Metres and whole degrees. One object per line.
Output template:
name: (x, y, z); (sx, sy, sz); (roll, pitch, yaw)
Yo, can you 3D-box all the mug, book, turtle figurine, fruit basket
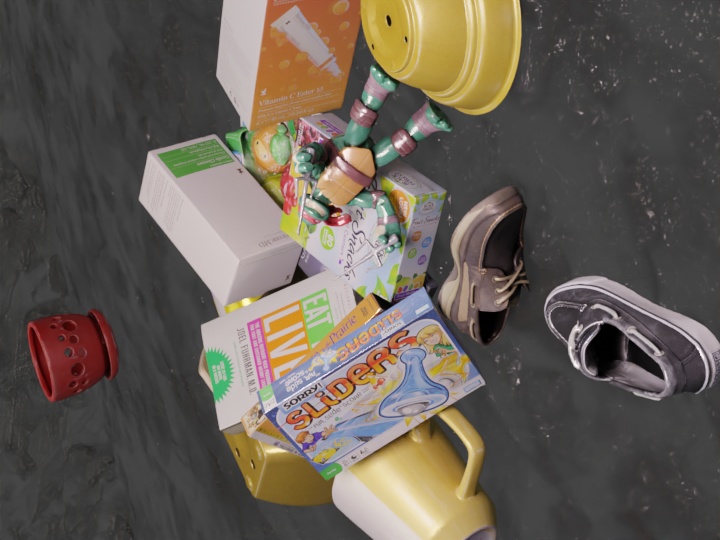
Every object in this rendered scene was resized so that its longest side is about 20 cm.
mug: (0.067, 0.247, 1.277); (0.153, 0.149, 0.187); (44, 162, 34)
book: (-0.080, 0.089, 1.335); (0.048, 0.198, 0.135); (33, -144, -59)
turtle figurine: (-0.009, -0.096, 1.145); (0.201, 0.149, 0.101); (-51, 37, 17)
fruit basket: (-0.093, -0.113, 1.456); (0.199, 0.093, 0.187); (27, 129, 54)

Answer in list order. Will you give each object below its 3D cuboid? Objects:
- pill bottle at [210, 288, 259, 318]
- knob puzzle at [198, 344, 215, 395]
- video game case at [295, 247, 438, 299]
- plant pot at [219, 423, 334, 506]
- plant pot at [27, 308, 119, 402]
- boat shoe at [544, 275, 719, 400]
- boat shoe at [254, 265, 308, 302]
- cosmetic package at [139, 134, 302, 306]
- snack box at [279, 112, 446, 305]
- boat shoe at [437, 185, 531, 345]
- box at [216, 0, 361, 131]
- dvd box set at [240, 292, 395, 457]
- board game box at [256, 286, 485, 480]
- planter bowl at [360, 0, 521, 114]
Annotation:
pill bottle: (-0.137, 0.094, 1.668); (0.104, 0.103, 0.202); (-28, 79, 66)
knob puzzle: (-0.169, 0.174, 1.690); (0.030, 0.219, 0.221); (-37, 64, 18)
video game case: (0.000, 0.000, 1.349); (0.200, 0.019, 0.144); (50, 137, 28)
plant pot: (-0.061, 0.175, 1.438); (0.195, 0.198, 0.196); (60, 154, 27)
plant pot: (-0.688, 0.196, 2.836); (0.200, 0.181, 0.202); (46, 145, 47)
boat shoe: (0.201, 0.058, 0.953); (0.200, 0.067, 0.073); (29, 131, 58)
boat shoe: (-0.108, 0.064, 1.520); (0.071, 0.202, 0.066); (13, 142, 22)
cosmetic package: (-0.171, -0.063, 1.433); (0.200, 0.107, 0.085); (46, 137, 25)
snack box: (-0.003, -0.065, 1.272); (0.200, 0.053, 0.144); (38, 129, 38)
boat shoe: (0.128, 0.000, 1.089); (0.073, 0.074, 0.201); (50, 157, 24)
box: (-0.077, -0.267, 1.282); (0.098, 0.123, 0.201); (58, 152, 29)
dvd box set: (-0.010, 0.121, 1.241); (0.200, 0.146, 0.030); (-44, 48, 15)
board game box: (0.013, 0.118, 1.191); (0.136, 0.199, 0.035); (52, -172, -41)
planter bowl: (0.056, -0.233, 1.065); (0.200, 0.083, 0.202); (44, 142, 48)
